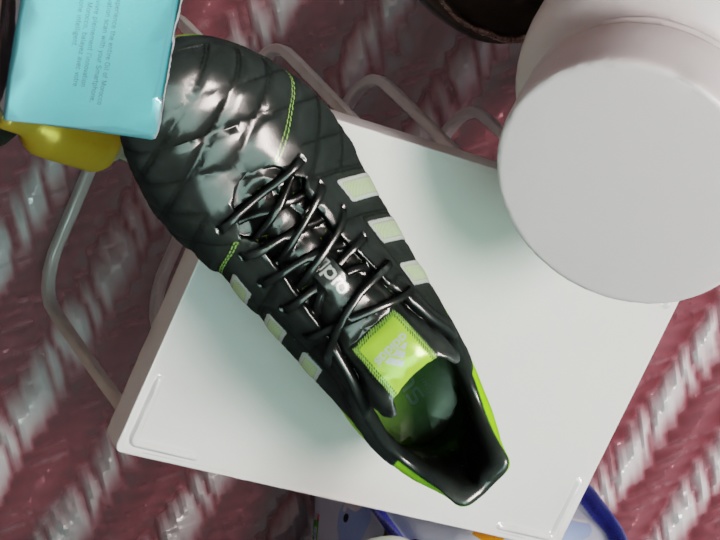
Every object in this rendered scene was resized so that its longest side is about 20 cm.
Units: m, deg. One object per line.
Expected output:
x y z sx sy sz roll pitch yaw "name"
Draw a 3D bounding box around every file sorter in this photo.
0.000 0.000 1.011 0.199 0.125 0.139 16 108 -31 "file sorter"

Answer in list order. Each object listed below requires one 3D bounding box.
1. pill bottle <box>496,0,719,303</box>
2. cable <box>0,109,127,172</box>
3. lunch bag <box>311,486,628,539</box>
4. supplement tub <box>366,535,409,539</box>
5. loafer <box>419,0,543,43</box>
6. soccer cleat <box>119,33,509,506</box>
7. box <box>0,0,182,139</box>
0.122 -0.080 0.957 0.113 0.200 0.114 11 126 16 "pill bottle"
-0.145 -0.070 0.886 0.050 0.097 0.200 -35 171 20 "cable"
0.047 0.174 1.081 0.123 0.200 0.171 -6 119 -22 "lunch bag"
0.020 0.208 0.937 0.132 0.200 0.132 -34 166 -10 "supplement tub"
0.032 -0.155 0.973 0.073 0.071 0.200 -35 128 -4 "loafer"
-0.009 0.000 0.881 0.067 0.081 0.200 -40 125 -3 "soccer cleat"
-0.100 -0.119 0.852 0.049 0.200 0.083 5 113 -19 "box"
